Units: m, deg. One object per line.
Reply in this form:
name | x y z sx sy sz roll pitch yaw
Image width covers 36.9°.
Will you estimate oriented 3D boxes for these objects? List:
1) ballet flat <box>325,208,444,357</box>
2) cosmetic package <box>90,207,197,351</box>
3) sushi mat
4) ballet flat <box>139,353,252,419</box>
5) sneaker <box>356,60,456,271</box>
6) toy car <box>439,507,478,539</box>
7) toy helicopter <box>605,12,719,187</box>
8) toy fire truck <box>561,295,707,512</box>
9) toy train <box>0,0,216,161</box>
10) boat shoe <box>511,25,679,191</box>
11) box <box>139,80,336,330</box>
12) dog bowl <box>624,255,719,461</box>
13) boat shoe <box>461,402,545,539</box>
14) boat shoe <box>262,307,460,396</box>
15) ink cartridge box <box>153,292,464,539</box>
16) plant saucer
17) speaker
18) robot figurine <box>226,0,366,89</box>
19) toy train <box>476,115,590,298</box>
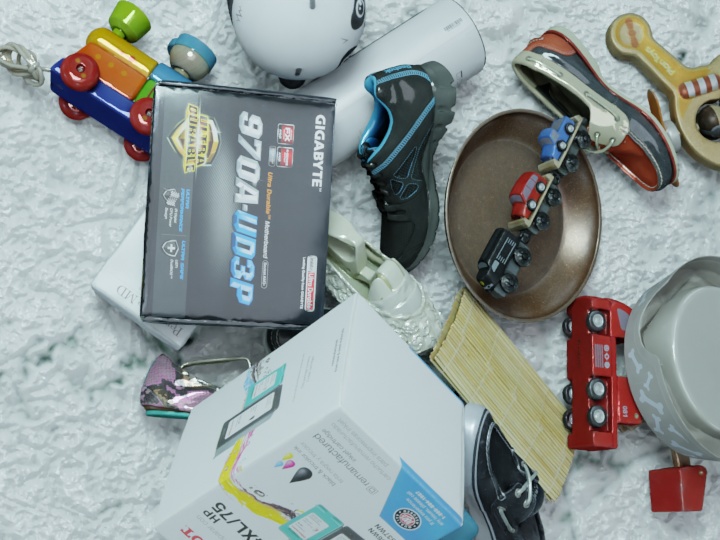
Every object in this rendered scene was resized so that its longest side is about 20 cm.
ballet flat | 0.000 0.000 0.985 0.199 0.072 0.072 40 78 11
cosmetic package | -0.147 -0.037 0.982 0.101 0.074 0.201 34 78 -6
sushi mat | 0.139 0.118 1.012 0.200 0.012 0.096 50 45 -20
ballet flat | -0.099 0.117 0.983 0.197 0.069 0.072 14 79 -6
sneaker | 0.030 -0.092 0.992 0.081 0.073 0.203 -8 116 -27
toy car | 0.048 0.295 0.953 0.184 0.177 0.200 -43 107 -2
toy helicopter | 0.324 -0.179 1.104 0.200 0.079 0.132 44 87 6
toy fire truck | 0.268 0.131 1.058 0.139 0.049 0.203 9 75 -24
toy train | -0.236 -0.199 0.978 0.199 0.085 0.117 32 69 -7
boat shoe | 0.232 -0.151 1.069 0.062 0.071 0.200 -39 87 -27
box | -0.105 -0.052 0.927 0.156 0.046 0.203 4 89 -13
dog bowl | 0.338 0.090 1.048 0.198 0.058 0.203 10 70 -30
boat shoe | 0.131 0.195 0.965 0.067 0.202 0.072 5 43 25
boat shoe | 0.007 0.077 1.009 0.197 0.060 0.077 11 83 -11
ink cartridge box | -0.036 0.155 0.870 0.199 0.147 0.147 -35 113 24
plant saucer | 0.150 -0.052 1.039 0.198 0.036 0.204 1 88 -33
speaker | 0.019 -0.173 1.024 0.199 0.081 0.082 -35 92 -11
robot figurine | -0.060 -0.260 0.969 0.124 0.202 0.150 -30 133 15
toy train | 0.160 -0.067 1.007 0.046 0.034 0.202 34 71 -15
